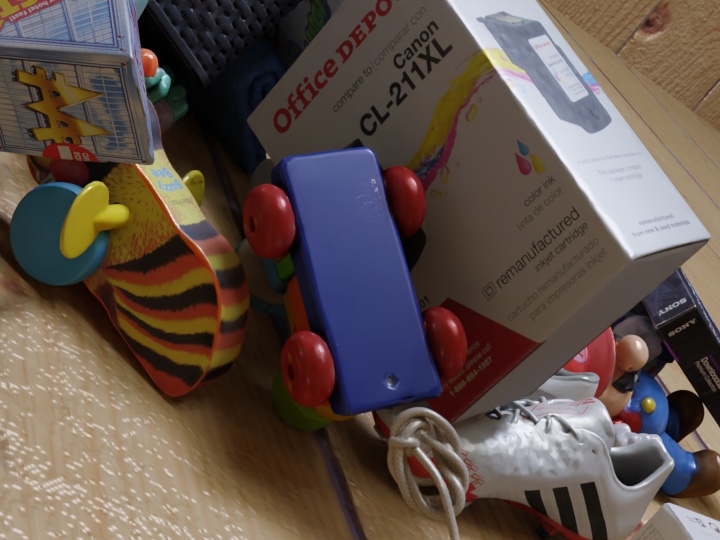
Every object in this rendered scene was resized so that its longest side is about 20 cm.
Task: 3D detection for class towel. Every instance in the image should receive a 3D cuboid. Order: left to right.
[{"bbox_3d":[-0.112,-0.165,1.065,0.200,0.049,0.112,51,-19,27],"label":"towel"}]

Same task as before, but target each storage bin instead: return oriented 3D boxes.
[{"bbox_3d":[-0.130,-0.217,0.907,0.135,0.094,0.200,39,-13,45],"label":"storage bin"}]

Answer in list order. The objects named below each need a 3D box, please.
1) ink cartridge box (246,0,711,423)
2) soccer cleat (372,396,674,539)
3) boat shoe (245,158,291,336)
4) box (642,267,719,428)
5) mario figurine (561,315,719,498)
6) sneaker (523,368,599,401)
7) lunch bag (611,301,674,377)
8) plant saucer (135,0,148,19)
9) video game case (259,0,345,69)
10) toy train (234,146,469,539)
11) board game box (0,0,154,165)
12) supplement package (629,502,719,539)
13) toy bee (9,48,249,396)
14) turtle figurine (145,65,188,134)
[{"bbox_3d":[0.052,-0.047,0.802,0.083,0.146,0.200,-12,63,-50],"label":"ink cartridge box"},{"bbox_3d":[0.090,0.096,0.861,0.200,0.085,0.069,28,21,-35],"label":"soccer cleat"},{"bbox_3d":[-0.002,0.004,0.909,0.086,0.075,0.202,11,22,-26],"label":"boat shoe"},{"bbox_3d":[0.236,0.041,1.139,0.200,0.036,0.143,48,16,-41],"label":"box"},{"bbox_3d":[0.185,0.082,1.052,0.200,0.106,0.123,32,-3,-43],"label":"mario figurine"},{"bbox_3d":[0.066,0.027,0.983,0.200,0.089,0.074,43,19,15],"label":"sneaker"},{"bbox_3d":[0.129,0.008,1.178,0.200,0.082,0.161,32,16,-28],"label":"lunch bag"},{"bbox_3d":[-0.194,-0.153,0.735,0.200,0.200,0.027,48,-20,24],"label":"plant saucer"},{"bbox_3d":[-0.045,-0.172,1.012,0.182,0.024,0.200,57,-20,19],"label":"video game case"},{"bbox_3d":[-0.008,0.054,0.752,0.085,0.116,0.200,-10,77,-25],"label":"toy train"},{"bbox_3d":[-0.168,-0.112,0.645,0.062,0.200,0.200,85,-20,-51],"label":"board game box"},{"bbox_3d":[0.177,0.219,0.690,0.109,0.114,0.200,24,25,-41],"label":"supplement package"},{"bbox_3d":[-0.118,-0.043,0.731,0.200,0.109,0.131,37,18,-11],"label":"toy bee"},{"bbox_3d":[-0.166,-0.128,0.858,0.150,0.101,0.200,59,5,11],"label":"turtle figurine"}]
